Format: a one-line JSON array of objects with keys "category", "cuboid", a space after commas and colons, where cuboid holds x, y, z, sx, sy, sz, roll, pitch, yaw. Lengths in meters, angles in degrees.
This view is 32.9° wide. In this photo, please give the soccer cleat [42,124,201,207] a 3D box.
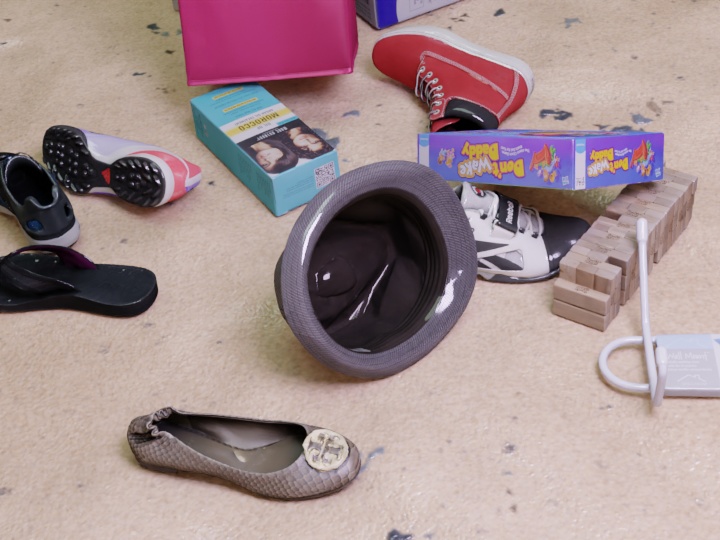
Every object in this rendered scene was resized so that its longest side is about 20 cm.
[{"category": "soccer cleat", "cuboid": [-0.262, -0.114, 1.317, 0.198, 0.069, 0.073, 17, 20, 32]}]

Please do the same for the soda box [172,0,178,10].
[{"category": "soda box", "cuboid": [-0.153, -0.382, 1.620, 0.197, 0.064, 0.068, 7, 41, 17]}]

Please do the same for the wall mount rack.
[{"category": "wall mount rack", "cuboid": [0.300, 0.037, 1.027, 0.197, 0.075, 0.175, 0, 42, 6]}]

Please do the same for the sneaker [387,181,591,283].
[{"category": "sneaker", "cuboid": [0.122, -0.041, 1.144, 0.197, 0.089, 0.074, -5, 37, -1]}]

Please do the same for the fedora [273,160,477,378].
[{"category": "fedora", "cuboid": [0.000, 0.000, 1.080, 0.200, 0.178, 0.090, -40, 20, -28]}]

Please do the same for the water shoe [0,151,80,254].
[{"category": "water shoe", "cuboid": [-0.350, -0.095, 1.281, 0.071, 0.080, 0.200, -28, 43, -25]}]

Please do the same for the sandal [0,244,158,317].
[{"category": "sandal", "cuboid": [-0.292, 0.002, 1.179, 0.198, 0.048, 0.076, 3, 40, 10]}]

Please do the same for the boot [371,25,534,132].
[{"category": "boot", "cuboid": [0.077, -0.201, 1.363, 0.198, 0.073, 0.144, 20, 47, 24]}]

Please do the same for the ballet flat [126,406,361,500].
[{"category": "ballet flat", "cuboid": [-0.097, 0.140, 0.983, 0.197, 0.047, 0.068, 6, 41, 16]}]

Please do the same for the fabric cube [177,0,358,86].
[{"category": "fabric cube", "cuboid": [-0.105, -0.338, 1.412, 0.193, 0.202, 0.200, -5, 20, 3]}]

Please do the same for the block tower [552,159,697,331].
[{"category": "block tower", "cuboid": [0.251, -0.029, 1.136, 0.057, 0.054, 0.200, 20, 46, 28]}]

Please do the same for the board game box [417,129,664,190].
[{"category": "board game box", "cuboid": [0.169, -0.109, 1.166, 0.133, 0.045, 0.199, -8, 11, -39]}]

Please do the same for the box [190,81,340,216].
[{"category": "box", "cuboid": [-0.106, -0.139, 1.324, 0.082, 0.050, 0.200, -25, 42, -21]}]

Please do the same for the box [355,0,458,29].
[{"category": "box", "cuboid": [0.060, -0.423, 1.607, 0.198, 0.106, 0.184, -23, 41, -18]}]
